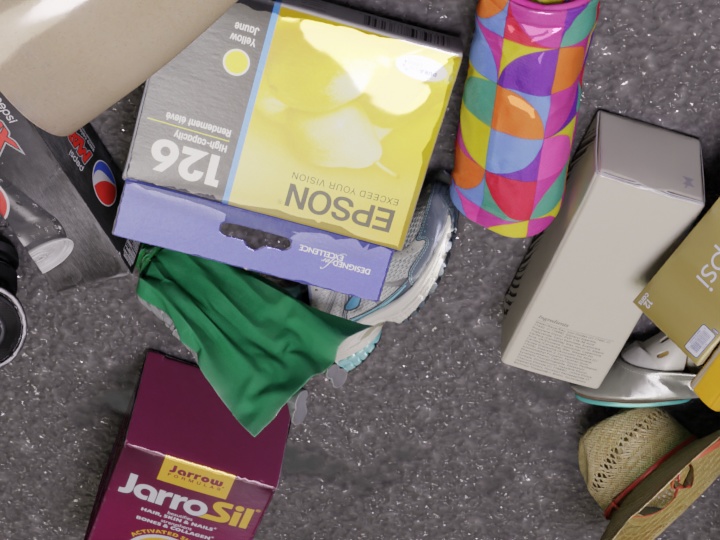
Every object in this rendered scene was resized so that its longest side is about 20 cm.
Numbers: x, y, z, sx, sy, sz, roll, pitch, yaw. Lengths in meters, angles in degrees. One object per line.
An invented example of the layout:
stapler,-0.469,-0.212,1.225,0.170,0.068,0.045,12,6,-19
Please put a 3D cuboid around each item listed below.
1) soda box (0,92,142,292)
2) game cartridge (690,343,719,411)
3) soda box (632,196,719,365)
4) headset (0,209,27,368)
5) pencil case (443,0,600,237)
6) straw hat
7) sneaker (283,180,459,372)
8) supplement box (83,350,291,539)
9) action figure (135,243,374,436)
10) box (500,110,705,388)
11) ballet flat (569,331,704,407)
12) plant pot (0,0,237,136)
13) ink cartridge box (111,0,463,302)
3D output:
soda box,-0.226,-0.079,1.250,0.070,0.064,0.201,-12,131,20
game cartridge,0.321,-0.004,1.175,0.032,0.176,0.200,48,137,18
soda box,0.271,-0.033,1.165,0.064,0.068,0.200,46,119,18
headset,-0.297,0.017,1.317,0.093,0.124,0.201,3,124,-19
pencil case,0.105,-0.116,1.148,0.088,0.089,0.201,8,135,1
straw hat,0.215,0.148,1.382,0.085,0.200,0.202,46,137,18
sneaker,0.000,0.000,1.284,0.086,0.078,0.200,28,132,-14
supplement box,-0.145,0.179,1.464,0.130,0.104,0.201,17,134,-7
action figure,-0.098,0.032,1.290,0.200,0.118,0.055,37,152,30
box,0.166,-0.011,1.251,0.082,0.069,0.201,16,134,-8
ballet flat,0.257,0.068,1.330,0.198,0.067,0.064,3,108,5
plant pot,-0.130,-0.206,1.046,0.199,0.188,0.188,-24,128,12
ink cartridge box,-0.053,-0.083,1.185,0.196,0.047,0.201,14,111,-6
